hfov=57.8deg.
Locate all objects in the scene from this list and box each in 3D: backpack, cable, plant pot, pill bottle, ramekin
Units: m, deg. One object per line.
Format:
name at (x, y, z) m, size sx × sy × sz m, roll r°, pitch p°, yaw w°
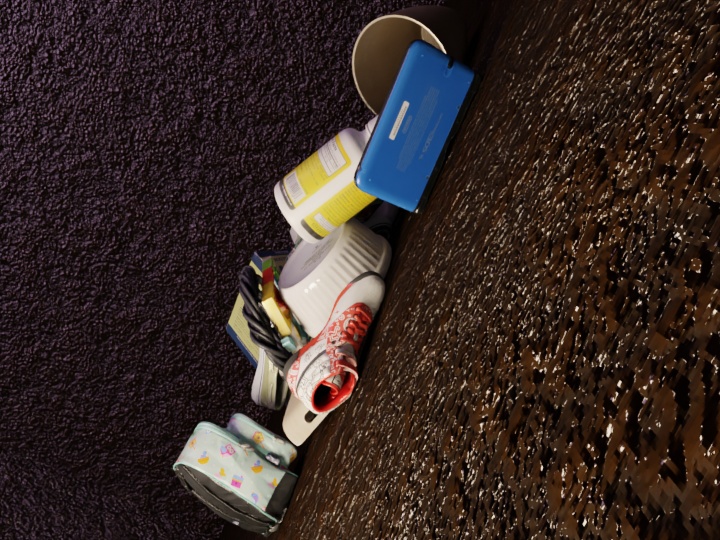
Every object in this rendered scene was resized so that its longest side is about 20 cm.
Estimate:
backpack at (-0.208, 0.334, 1.099) m, size 0.176 × 0.196 × 0.156 m, roll 121°, pitch 172°, yaw -61°
cable at (-0.159, 0.084, 1.061) m, size 0.050 × 0.204 × 0.163 m, roll -26°, pitch -14°, yaw 4°
plant pot at (0.110, -0.380, 1.136) m, size 0.201 × 0.185 × 0.189 m, roll -51°, pitch -6°, yaw -42°
pill bottle at (-0.025, -0.141, 0.985) m, size 0.198 × 0.112 × 0.112 m, roll -35°, pitch 14°, yaw 14°
ramekin at (-0.049, -0.001, 1.059) m, size 0.201 × 0.094 × 0.204 m, roll -40°, pitch 22°, yaw 20°
pill bottle at (0.023, -0.141, 1.285) m, size 0.200 × 0.102 × 0.106 m, roll -86°, pitch 20°, yaw -76°

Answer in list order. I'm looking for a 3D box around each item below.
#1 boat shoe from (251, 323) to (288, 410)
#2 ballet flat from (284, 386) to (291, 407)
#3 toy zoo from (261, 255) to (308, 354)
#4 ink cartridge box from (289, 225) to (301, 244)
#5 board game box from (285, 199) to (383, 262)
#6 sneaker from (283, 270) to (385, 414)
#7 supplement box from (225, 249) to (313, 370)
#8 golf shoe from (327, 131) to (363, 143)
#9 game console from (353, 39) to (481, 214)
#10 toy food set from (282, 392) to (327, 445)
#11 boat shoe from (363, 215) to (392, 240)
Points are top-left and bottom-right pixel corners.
boat shoe at (-0.150, 0.159, 1.208) m, size 0.071 × 0.061 × 0.206 m, roll -9°, pitch -67°, yaw -58°
ballet flat at (-0.104, 0.228, 1.219) m, size 0.203 × 0.065 × 0.065 m, roll 108°, pitch 157°, yaw -43°
toy zoo at (-0.125, 0.070, 1.087) m, size 0.020 × 0.133 × 0.201 m, roll -27°, pitch 24°, yaw 4°
ink cartridge box at (-0.053, -0.124, 1.130) m, size 0.038 × 0.092 × 0.201 m, roll 64°, pitch 146°, yaw 27°
board game box at (-0.043, -0.077, 1.158) m, size 0.201 × 0.103 × 0.024 m, roll -49°, pitch 55°, yaw 32°
sneaker at (-0.016, 0.101, 0.886) m, size 0.202 × 0.067 × 0.108 m, roll -49°, pitch 32°, yaw -4°
supplement box at (-0.147, 0.097, 1.336) m, size 0.132 × 0.200 × 0.203 m, roll -7°, pitch -49°, yaw -48°
golf shoe at (0.022, -0.214, 1.151) m, size 0.094 × 0.195 × 0.080 m, roll -163°, pitch 57°, yaw -68°
game console at (0.076, -0.196, 0.907) m, size 0.118 × 0.167 × 0.204 m, roll 42°, pitch 111°, yaw 57°
toy food set at (-0.049, 0.161, 1.034) m, size 0.144 × 0.060 × 0.202 m, roll -51°, pitch 13°, yaw 30°
boat shoe at (0.000, 0.000, 1.185) m, size 0.201 × 0.070 × 0.092 m, roll -48°, pitch 46°, yaw 23°
